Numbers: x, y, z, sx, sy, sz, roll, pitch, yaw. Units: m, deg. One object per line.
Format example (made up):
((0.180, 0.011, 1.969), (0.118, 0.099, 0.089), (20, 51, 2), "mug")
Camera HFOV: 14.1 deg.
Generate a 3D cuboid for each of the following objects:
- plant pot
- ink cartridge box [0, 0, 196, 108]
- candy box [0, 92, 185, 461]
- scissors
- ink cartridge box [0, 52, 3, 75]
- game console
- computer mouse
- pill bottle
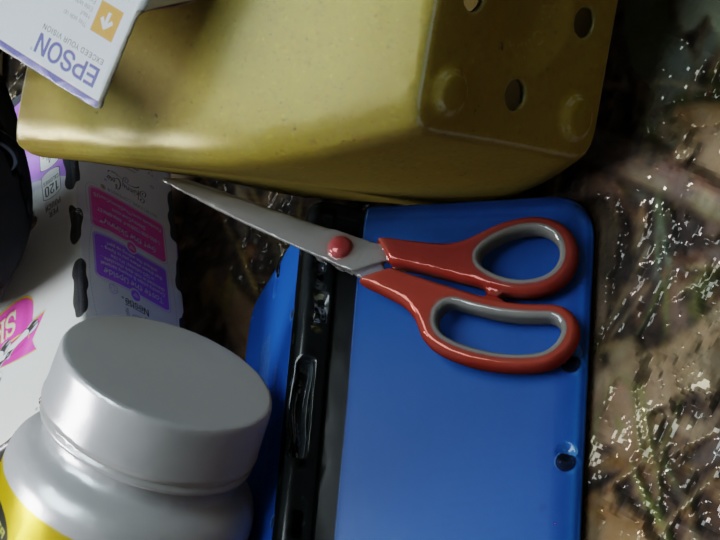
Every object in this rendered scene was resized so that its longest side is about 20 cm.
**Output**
((0.001, -0.123, 1.253), (0.200, 0.195, 0.195), (12, 93, 44), "plant pot")
((-0.124, -0.195, 1.219), (0.196, 0.043, 0.200), (33, 107, 34), "ink cartridge box")
((-0.168, 0.028, 1.403), (0.168, 0.071, 0.200), (-33, 47, 29), "candy box")
((0.000, 0.000, 1.248), (0.200, 0.014, 0.073), (8, 68, 14), "scissors")
((-0.277, -0.082, 1.568), (0.075, 0.165, 0.200), (-29, 49, 35), "ink cartridge box")
((0.017, 0.080, 1.274), (0.171, 0.118, 0.200), (124, 154, -61), "game console")
((-0.170, -0.023, 1.284), (0.200, 0.046, 0.141), (108, 173, -46), "computer mouse")
((-0.112, 0.129, 1.264), (0.114, 0.114, 0.200), (48, 125, 49), "pill bottle")
